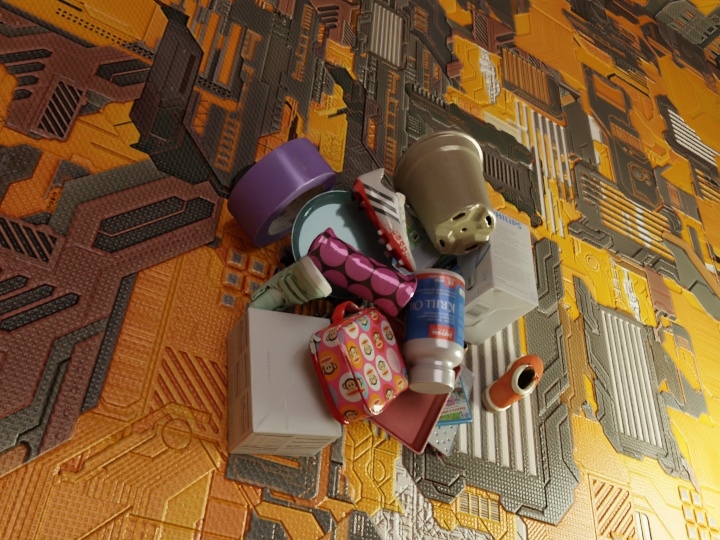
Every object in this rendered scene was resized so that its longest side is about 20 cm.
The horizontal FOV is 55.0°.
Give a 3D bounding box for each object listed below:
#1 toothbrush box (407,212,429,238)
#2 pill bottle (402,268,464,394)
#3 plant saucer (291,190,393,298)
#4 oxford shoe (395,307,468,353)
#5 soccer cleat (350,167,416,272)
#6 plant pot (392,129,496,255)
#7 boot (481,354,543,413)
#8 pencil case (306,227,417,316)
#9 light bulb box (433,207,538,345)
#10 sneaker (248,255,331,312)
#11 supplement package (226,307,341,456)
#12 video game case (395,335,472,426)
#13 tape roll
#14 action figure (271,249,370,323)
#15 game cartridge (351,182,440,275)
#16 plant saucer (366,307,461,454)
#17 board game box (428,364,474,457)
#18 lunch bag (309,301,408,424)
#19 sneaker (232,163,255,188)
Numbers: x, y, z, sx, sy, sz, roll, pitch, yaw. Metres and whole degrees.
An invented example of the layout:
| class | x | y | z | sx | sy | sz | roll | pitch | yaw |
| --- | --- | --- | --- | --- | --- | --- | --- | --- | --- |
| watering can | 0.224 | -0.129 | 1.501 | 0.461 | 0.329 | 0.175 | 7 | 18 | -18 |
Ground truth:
| class | x | y | z | sx | sy | sz | roll | pitch | yaw |
| --- | --- | --- | --- | --- | --- | --- | --- | --- | --- |
| toothbrush box | 0.048 | -0.055 | 1.425 | 0.196 | 0.086 | 0.149 | 24 | 51 | -19 |
| pill bottle | 0.131 | 0.110 | 1.238 | 0.110 | 0.112 | 0.205 | 16 | 64 | -26 |
| plant saucer | -0.034 | -0.046 | 1.271 | 0.194 | 0.027 | 0.206 | 5 | 74 | -17 |
| oxford shoe | 0.128 | 0.096 | 1.337 | 0.199 | 0.071 | 0.072 | 39 | 48 | -4 |
| soccer cleat | 0.058 | -0.093 | 1.263 | 0.084 | 0.069 | 0.203 | -31 | 81 | -9 |
| plant pot | 0.180 | -0.141 | 1.385 | 0.196 | 0.202 | 0.186 | 11 | 43 | -29 |
| boot | 0.344 | 0.222 | 1.444 | 0.198 | 0.107 | 0.076 | -29 | 78 | -44 |
| pencil case | 0.000 | 0.000 | 1.209 | 0.197 | 0.091 | 0.094 | 31 | 35 | -7 |
| light bulb box | 0.255 | 0.014 | 1.451 | 0.122 | 0.198 | 0.204 | 21 | 50 | -24 |
| sneaker | -0.120 | 0.042 | 1.132 | 0.117 | 0.200 | 0.075 | -39 | 98 | -17 |
| supplement package | -0.129 | 0.185 | 1.128 | 0.152 | 0.111 | 0.205 | 11 | 56 | -29 |
| video game case | 0.133 | 0.198 | 1.334 | 0.140 | 0.018 | 0.205 | 4 | 60 | -34 |
| tape roll | -0.142 | -0.141 | 1.266 | 0.086 | 0.200 | 0.199 | 50 | 46 | 7 |
| action figure | -0.066 | 0.034 | 1.288 | 0.196 | 0.069 | 0.132 | 28 | 63 | -6 |
| game cartridge | 0.061 | -0.067 | 1.361 | 0.201 | 0.040 | 0.133 | 49 | 52 | -1 |
| plant saucer | 0.063 | 0.200 | 1.257 | 0.197 | 0.037 | 0.202 | 34 | 57 | 0 |
| board game box | 0.118 | 0.223 | 1.336 | 0.198 | 0.026 | 0.202 | 38 | 47 | -9 |
| lunch bag | -0.002 | 0.139 | 1.130 | 0.199 | 0.080 | 0.180 | -16 | 83 | -65 |
| sneaker | -0.170 | -0.202 | 1.364 | 0.077 | 0.091 | 0.199 | 51 | 48 | 4 |
